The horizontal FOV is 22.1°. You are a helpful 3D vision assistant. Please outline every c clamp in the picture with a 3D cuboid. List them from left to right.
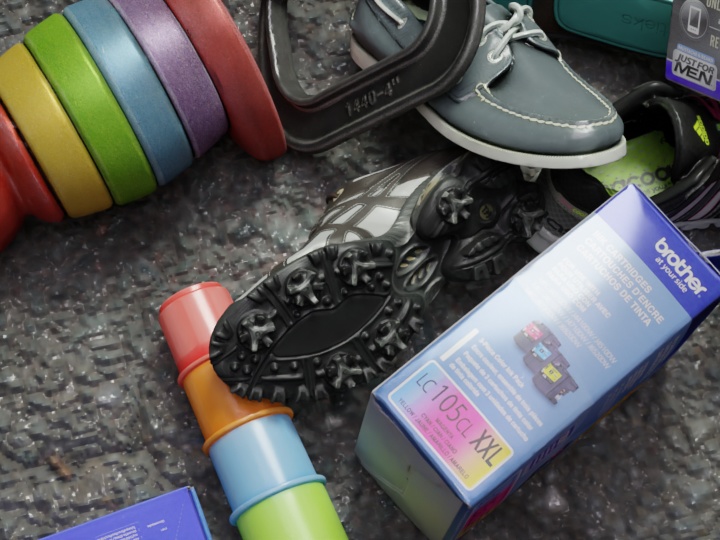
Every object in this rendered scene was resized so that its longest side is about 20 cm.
[{"bbox_3d":[0.005,-0.158,0.969,0.027,0.200,0.172,-1,70,-44],"label":"c clamp"}]

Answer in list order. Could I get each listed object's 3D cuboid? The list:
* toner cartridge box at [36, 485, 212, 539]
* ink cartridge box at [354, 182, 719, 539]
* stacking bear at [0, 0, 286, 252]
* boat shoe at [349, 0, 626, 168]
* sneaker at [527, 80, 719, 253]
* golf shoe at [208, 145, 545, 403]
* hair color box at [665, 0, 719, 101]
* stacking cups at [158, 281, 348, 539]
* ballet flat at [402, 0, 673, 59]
[{"bbox_3d":[-0.160,0.186,0.905,0.199,0.043,0.095,-19,74,-9],"label":"toner cartridge box"},{"bbox_3d":[0.097,0.042,0.918,0.200,0.137,0.076,-40,79,-14],"label":"ink cartridge box"},{"bbox_3d":[-0.156,-0.073,0.964,0.200,0.114,0.122,-31,75,-8],"label":"stacking bear"},{"bbox_3d":[0.062,-0.111,0.954,0.073,0.062,0.200,-17,35,-31],"label":"boat shoe"},{"bbox_3d":[0.181,-0.065,0.985,0.199,0.087,0.074,-18,73,-9],"label":"sneaker"},{"bbox_3d":[0.000,0.000,0.959,0.200,0.094,0.078,-31,113,-19],"label":"golf shoe"},{"bbox_3d":[0.269,-0.132,0.965,0.199,0.065,0.109,-16,31,-33],"label":"hair color box"},{"bbox_3d":[-0.045,0.099,0.935,0.060,0.061,0.201,-19,71,-9],"label":"stacking cups"},{"bbox_3d":[0.106,-0.166,1.033,0.199,0.073,0.073,14,71,8],"label":"ballet flat"}]
